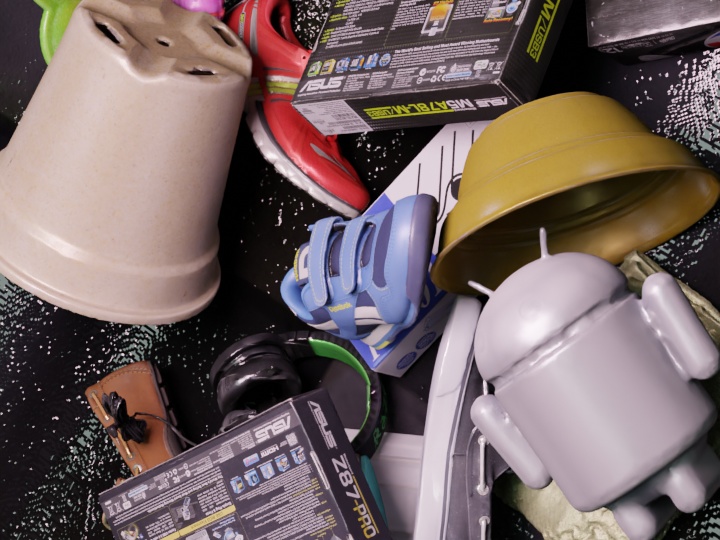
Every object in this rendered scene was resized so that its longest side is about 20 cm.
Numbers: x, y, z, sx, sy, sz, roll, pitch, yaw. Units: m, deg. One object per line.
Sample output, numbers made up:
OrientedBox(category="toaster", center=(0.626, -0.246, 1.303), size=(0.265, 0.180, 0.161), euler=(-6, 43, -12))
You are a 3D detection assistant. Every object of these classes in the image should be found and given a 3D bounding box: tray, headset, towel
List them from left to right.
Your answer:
OrientedBox(category="headset", center=(-0.082, 0.100, 1.584), size=(0.198, 0.094, 0.124), euler=(-9, 55, 14))
OrientedBox(category="tray", center=(-0.004, 0.168, 1.587), size=(0.199, 0.022, 0.108), euler=(2, 83, 31))
OrientedBox(category="towel", center=(0.178, 0.103, 1.480), size=(0.148, 0.036, 0.201), euler=(44, 104, 27))

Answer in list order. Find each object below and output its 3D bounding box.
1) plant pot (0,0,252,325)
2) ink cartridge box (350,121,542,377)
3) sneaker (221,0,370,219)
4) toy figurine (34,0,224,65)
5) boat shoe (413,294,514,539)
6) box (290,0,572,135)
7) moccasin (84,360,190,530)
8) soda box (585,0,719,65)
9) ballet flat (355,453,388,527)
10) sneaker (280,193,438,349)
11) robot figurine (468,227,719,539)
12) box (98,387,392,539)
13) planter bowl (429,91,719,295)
OrientedBox(category="plant pot", center=(-0.167, -0.094, 1.590), size=(0.200, 0.200, 0.184), euler=(41, 123, 28))
OrientedBox(category="ink cartridge box", center=(0.059, -0.028, 1.565), size=(0.200, 0.044, 0.094), euler=(-47, 63, 16))
OrientedBox(category="sneaker", center=(-0.043, -0.128, 1.626), size=(0.085, 0.077, 0.201), euler=(-38, 66, 15))
OrientedBox(category="toy figurine", center=(-0.152, -0.228, 1.654), size=(0.183, 0.150, 0.202), euler=(15, 107, 40))
OrientedBox(category="boat shoe", center=(0.076, 0.118, 1.477), size=(0.067, 0.072, 0.202), euler=(7, 94, 0))
OrientedBox(category="box", center=(0.062, -0.191, 1.525), size=(0.199, 0.047, 0.194), euler=(-3, 55, 44))
OrientedBox(category="moccasin", center=(-0.155, 0.165, 1.638), size=(0.077, 0.074, 0.203), euler=(-23, 70, -1))
OrientedBox(category="soda box", center=(0.251, -0.191, 1.465), size=(0.199, 0.063, 0.071), euler=(-8, 79, 30))
OrientedBox(category="ballet flat", center=(0.001, 0.229, 1.525), size=(0.063, 0.067, 0.202), euler=(-16, 89, 8))
OrientedBox(category="sneaker", center=(0.000, 0.000, 1.458), size=(0.082, 0.200, 0.075), euler=(17, 67, -8))
OrientedBox(category="robot figurine", center=(0.148, 0.073, 1.398), size=(0.169, 0.113, 0.201), euler=(-36, 87, 23))
OrientedBox(category="box", center=(-0.074, 0.191, 1.511), size=(0.199, 0.049, 0.162), euler=(-29, 81, 34))
OrientedBox(category="planter bowl", center=(0.130, -0.060, 1.436), size=(0.199, 0.200, 0.084), euler=(-25, 71, 25))
